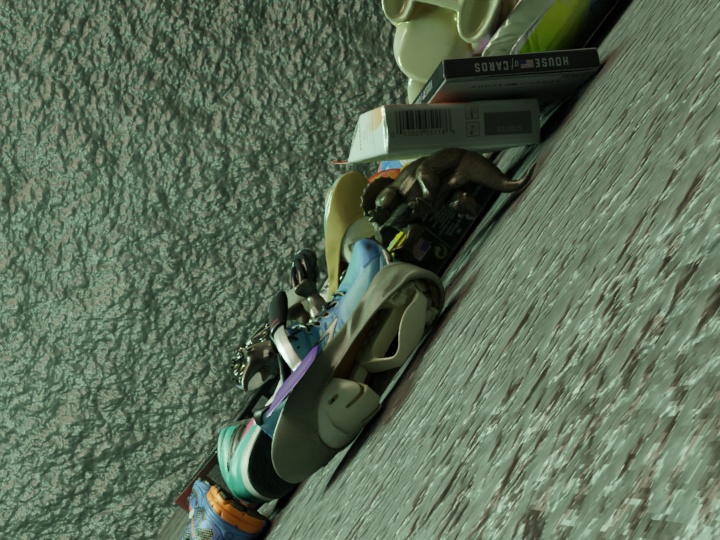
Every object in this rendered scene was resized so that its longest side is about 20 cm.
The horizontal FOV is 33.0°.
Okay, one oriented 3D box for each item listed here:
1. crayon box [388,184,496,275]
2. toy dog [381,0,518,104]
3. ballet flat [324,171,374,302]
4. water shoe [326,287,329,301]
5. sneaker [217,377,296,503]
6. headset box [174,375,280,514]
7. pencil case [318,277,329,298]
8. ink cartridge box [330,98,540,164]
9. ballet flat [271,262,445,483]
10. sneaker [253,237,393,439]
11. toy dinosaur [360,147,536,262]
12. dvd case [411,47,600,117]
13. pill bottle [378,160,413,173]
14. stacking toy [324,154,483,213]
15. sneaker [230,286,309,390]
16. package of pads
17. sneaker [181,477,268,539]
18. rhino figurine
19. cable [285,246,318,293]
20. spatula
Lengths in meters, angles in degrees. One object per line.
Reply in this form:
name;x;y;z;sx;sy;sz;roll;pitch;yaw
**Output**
crayon box;0.073;-0.041;1.274;0.128;0.051;0.200;-54;3;-9
toy dog;0.120;-0.278;1.371;0.200;0.137;0.198;-32;-53;-62
ballet flat;0.000;0.000;1.240;0.068;0.063;0.203;-16;-57;-31
water shoe;-0.021;0.079;1.460;0.200;0.070;0.080;-66;-15;-71
sneaker;-0.072;0.145;1.181;0.120;0.083;0.201;-33;19;54
headset box;-0.123;0.200;1.359;0.149;0.075;0.200;-55;3;-36
pencil case;-0.032;0.047;1.695;0.201;0.077;0.090;-54;-18;-10
ink cartridge box;0.069;-0.137;1.214;0.200;0.159;0.051;-167;73;-73
ballet flat;0.000;0.078;0.946;0.063;0.067;0.201;8;60;52
sneaker;-0.031;0.059;1.048;0.078;0.089;0.203;137;156;-74
toy dinosaur;0.062;-0.073;1.075;0.199;0.077;0.103;-33;27;32
dvd case;0.132;-0.174;1.189;0.200;0.147;0.025;138;125;-79
pill bottle;0.104;-0.170;1.518;0.113;0.111;0.201;-55;-3;-43
stacking toy;0.068;-0.086;1.464;0.199;0.147;0.146;-34;10;22
sneaker;-0.076;0.077;1.257;0.072;0.073;0.200;-40;5;23
package of pads;0.213;-0.275;1.323;0.201;0.068;0.154;-53;-11;4
sneaker;-0.142;0.248;1.154;0.079;0.075;0.200;-57;2;-13
rhino figurine;-0.031;0.054;1.130;0.199;0.087;0.060;-35;-23;-26
cable;-0.078;0.065;1.485;0.163;0.050;0.204;76;-165;-72
spatula;-0.060;0.057;0.985;0.057;0.020;0.200;-49;21;12
